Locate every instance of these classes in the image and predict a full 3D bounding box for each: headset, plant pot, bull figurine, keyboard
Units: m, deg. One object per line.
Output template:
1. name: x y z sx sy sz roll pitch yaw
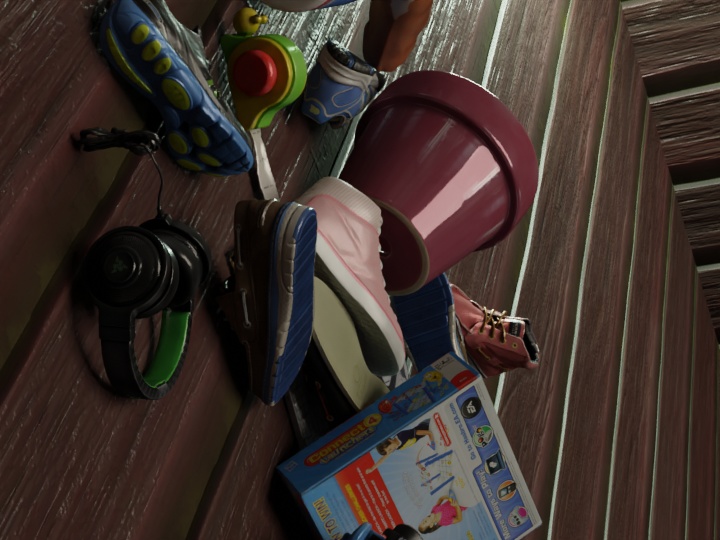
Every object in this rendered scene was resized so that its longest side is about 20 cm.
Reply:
1. headset: -0.170 -0.005 1.153 0.123 0.094 0.200 -28 122 -73
2. plant pot: 0.057 -0.077 1.593 0.179 0.200 0.200 -49 128 -39
3. bull figurine: 0.052 -0.294 1.629 0.200 0.065 0.122 -57 -171 50
4. keyboard: -0.040 0.163 1.455 0.056 0.011 0.200 -35 114 -57

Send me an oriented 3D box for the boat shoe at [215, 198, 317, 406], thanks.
1. boat shoe: -0.081 0.023 1.321 0.072 0.072 0.200 -48 152 -55

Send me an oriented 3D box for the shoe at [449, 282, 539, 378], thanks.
1. shoe: 0.153 0.066 1.901 0.200 0.091 0.072 54 32 -49

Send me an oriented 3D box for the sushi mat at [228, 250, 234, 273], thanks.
1. sushi mat: -0.071 -0.001 1.457 0.200 0.012 0.096 -44 120 -66

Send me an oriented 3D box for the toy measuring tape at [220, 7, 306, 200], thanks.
1. toy measuring tape: -0.075 -0.146 1.425 0.074 0.073 0.200 -26 102 -69

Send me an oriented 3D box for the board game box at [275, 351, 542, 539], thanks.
1. board game box: 0.049 0.208 1.431 0.056 0.196 0.200 40 -22 54

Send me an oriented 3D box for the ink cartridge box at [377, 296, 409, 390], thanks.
1. ink cartridge box: -0.004 0.086 1.558 0.200 0.039 0.100 -21 101 -68

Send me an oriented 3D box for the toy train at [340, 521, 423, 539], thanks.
1. toy train: -0.013 0.301 1.300 0.200 0.087 0.114 -49 162 -33

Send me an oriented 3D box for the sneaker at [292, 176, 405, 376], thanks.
1. sneaker: 0.000 0.000 1.461 0.200 0.075 0.105 56 50 -25

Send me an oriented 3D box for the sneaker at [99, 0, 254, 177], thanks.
1. sneaker: -0.139 -0.153 1.269 0.200 0.071 0.083 57 36 -39

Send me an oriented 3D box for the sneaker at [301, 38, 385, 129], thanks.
1. sneaker: -0.025 -0.192 1.609 0.077 0.076 0.200 -57 174 8

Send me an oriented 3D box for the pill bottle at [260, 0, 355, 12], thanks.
1. pill bottle: -0.037 -0.320 1.557 0.200 0.112 0.112 -32 110 -68

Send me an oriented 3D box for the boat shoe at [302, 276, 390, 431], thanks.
1. boat shoe: -0.026 0.094 1.426 0.202 0.063 0.074 62 30 -30

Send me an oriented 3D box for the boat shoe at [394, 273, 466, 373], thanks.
1. boat shoe: 0.076 0.069 1.724 0.072 0.072 0.200 -59 135 -85
